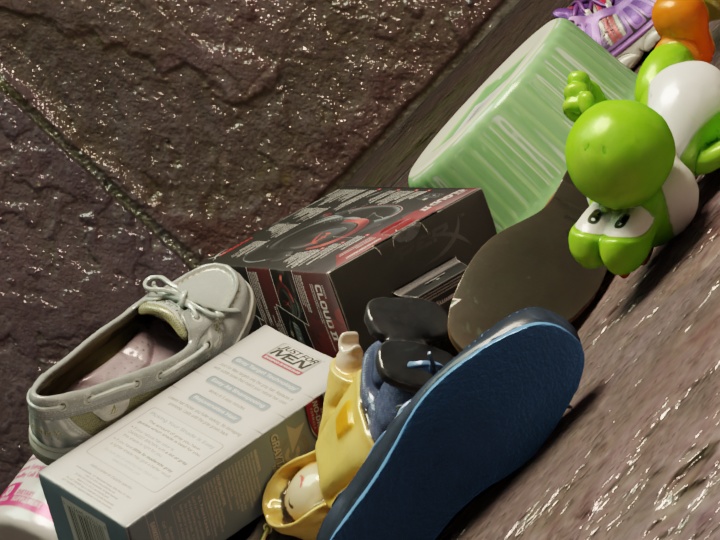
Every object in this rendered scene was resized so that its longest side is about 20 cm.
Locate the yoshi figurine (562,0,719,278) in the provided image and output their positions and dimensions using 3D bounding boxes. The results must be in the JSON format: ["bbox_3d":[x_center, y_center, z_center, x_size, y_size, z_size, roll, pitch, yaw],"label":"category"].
[{"bbox_3d":[0.175,-0.088,1.257,0.112,0.112,0.200,-29,21,52],"label":"yoshi figurine"}]

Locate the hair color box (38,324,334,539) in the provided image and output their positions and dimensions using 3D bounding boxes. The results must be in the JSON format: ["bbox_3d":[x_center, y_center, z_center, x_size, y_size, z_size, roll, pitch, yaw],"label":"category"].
[{"bbox_3d":[-0.100,0.120,1.440,0.200,0.061,0.099,-33,38,-31],"label":"hair color box"}]

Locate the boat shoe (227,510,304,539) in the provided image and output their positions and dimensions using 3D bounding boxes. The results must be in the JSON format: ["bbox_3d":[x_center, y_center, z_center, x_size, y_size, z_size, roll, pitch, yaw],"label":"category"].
[{"bbox_3d":[-0.081,0.201,1.426,0.072,0.061,0.201,-42,8,39],"label":"boat shoe"}]

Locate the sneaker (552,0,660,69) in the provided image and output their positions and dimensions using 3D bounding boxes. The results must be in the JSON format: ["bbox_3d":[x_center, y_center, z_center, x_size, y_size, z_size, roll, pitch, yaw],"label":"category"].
[{"bbox_3d":[0.215,-0.214,1.900,0.200,0.083,0.081,-46,6,5],"label":"sneaker"}]

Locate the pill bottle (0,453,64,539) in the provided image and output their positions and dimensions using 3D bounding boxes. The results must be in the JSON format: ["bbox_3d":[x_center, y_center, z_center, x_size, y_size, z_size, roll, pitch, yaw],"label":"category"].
[{"bbox_3d":[-0.165,0.136,1.536,0.200,0.113,0.113,-55,9,-32],"label":"pill bottle"}]

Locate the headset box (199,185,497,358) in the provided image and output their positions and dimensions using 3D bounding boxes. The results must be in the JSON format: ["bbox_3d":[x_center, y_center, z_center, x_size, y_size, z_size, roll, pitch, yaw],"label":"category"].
[{"bbox_3d":[0.000,0.000,1.601,0.148,0.075,0.200,-29,18,-30],"label":"headset box"}]

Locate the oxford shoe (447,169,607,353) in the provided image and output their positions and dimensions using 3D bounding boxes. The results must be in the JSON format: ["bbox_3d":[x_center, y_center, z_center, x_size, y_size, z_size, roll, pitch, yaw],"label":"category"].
[{"bbox_3d":[0.115,0.002,1.349,0.200,0.071,0.071,-44,-14,-38],"label":"oxford shoe"}]

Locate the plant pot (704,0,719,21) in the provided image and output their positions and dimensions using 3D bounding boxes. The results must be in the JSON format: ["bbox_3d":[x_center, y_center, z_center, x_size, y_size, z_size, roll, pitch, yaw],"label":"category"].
[{"bbox_3d":[0.265,-0.287,1.541,0.200,0.194,0.196,-53,6,1],"label":"plant pot"}]

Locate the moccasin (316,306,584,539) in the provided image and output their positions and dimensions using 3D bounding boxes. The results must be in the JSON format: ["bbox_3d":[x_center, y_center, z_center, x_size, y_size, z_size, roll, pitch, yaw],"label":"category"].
[{"bbox_3d":[0.038,0.089,1.180,0.200,0.080,0.068,-45,18,17],"label":"moccasin"}]

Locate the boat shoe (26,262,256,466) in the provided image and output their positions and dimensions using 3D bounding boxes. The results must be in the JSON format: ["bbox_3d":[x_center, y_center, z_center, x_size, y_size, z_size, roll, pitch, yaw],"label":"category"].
[{"bbox_3d":[-0.146,0.054,1.484,0.202,0.074,0.065,-38,-37,-32],"label":"boat shoe"}]

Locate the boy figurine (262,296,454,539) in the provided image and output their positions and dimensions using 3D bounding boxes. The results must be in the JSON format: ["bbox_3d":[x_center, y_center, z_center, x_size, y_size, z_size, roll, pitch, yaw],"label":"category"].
[{"bbox_3d":[-0.003,0.098,1.363,0.200,0.064,0.125,124,144,-44],"label":"boy figurine"}]

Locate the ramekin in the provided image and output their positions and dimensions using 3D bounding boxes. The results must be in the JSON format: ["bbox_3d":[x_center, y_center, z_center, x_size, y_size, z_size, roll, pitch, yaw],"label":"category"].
[{"bbox_3d":[0.128,-0.101,1.699,0.200,0.098,0.200,-47,6,6],"label":"ramekin"}]
